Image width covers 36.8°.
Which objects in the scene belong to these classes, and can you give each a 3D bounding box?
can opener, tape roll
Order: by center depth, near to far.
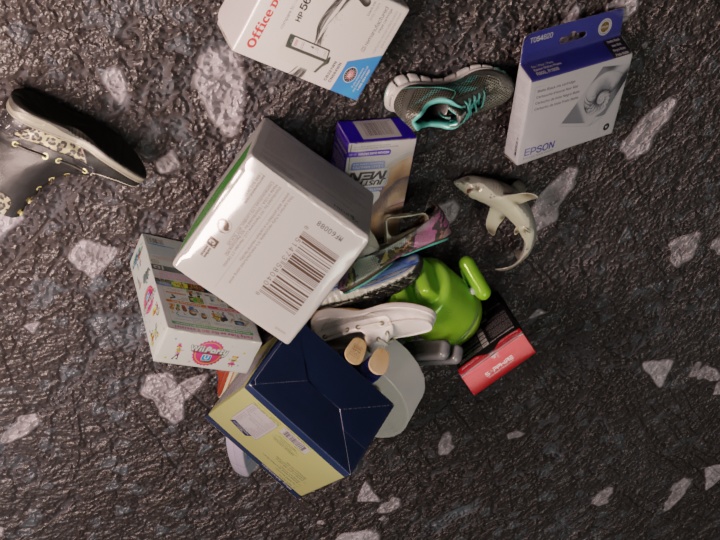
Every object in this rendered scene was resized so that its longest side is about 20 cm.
[{"bbox_3d":[0.003,0.178,1.768,0.071,0.199,0.205,-55,148,-37],"label":"tape roll"},{"bbox_3d":[0.093,0.148,1.775,0.052,0.068,0.199,17,161,-30],"label":"can opener"}]

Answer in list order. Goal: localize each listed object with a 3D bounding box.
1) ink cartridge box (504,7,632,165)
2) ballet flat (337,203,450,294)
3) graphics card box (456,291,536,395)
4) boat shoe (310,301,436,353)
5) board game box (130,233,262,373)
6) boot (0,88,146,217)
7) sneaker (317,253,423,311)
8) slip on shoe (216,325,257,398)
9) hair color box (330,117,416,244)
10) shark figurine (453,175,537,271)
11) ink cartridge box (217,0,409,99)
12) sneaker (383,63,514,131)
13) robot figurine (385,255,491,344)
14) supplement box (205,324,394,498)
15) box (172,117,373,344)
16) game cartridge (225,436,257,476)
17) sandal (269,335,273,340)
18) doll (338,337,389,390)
[{"bbox_3d":[0.312,-0.271,1.605,0.197,0.041,0.202,-20,135,-24],"label":"ink cartridge box"},{"bbox_3d":[0.041,-0.041,1.605,0.198,0.069,0.072,-28,106,-13],"label":"ballet flat"},{"bbox_3d":[0.211,0.118,1.810,0.125,0.200,0.051,-36,108,6],"label":"graphics card box"},{"bbox_3d":[0.020,0.097,1.663,0.196,0.070,0.071,-6,145,9],"label":"boat shoe"},{"bbox_3d":[-0.237,0.046,1.535,0.145,0.201,0.065,12,123,-32],"label":"board game box"},{"bbox_3d":[-0.396,-0.129,1.404,0.202,0.074,0.154,28,116,-35],"label":"boot"},{"bbox_3d":[0.000,0.000,1.669,0.196,0.091,0.078,-14,168,12],"label":"sneaker"},{"bbox_3d":[-0.207,0.132,1.727,0.060,0.074,0.202,26,138,11],"label":"slip on shoe"},{"bbox_3d":[0.010,-0.122,1.603,0.107,0.065,0.202,-7,132,-20],"label":"hair color box"},{"bbox_3d":[0.251,-0.093,1.736,0.126,0.090,0.215,-9,134,31],"label":"shark figurine"},{"bbox_3d":[-0.061,-0.325,1.380,0.197,0.085,0.147,14,121,-34],"label":"ink cartridge box"},{"bbox_3d":[0.136,-0.236,1.544,0.196,0.092,0.079,-12,134,-15],"label":"sneaker"},{"bbox_3d":[0.124,0.055,1.764,0.174,0.117,0.199,-32,142,19],"label":"robot figurine"},{"bbox_3d":[-0.095,0.211,1.621,0.200,0.135,0.199,42,147,-7],"label":"supplement box"},{"bbox_3d":[-0.114,-0.057,1.482,0.199,0.172,0.200,35,111,-11],"label":"box"},{"bbox_3d":[-0.175,0.243,1.795,0.133,0.040,0.202,-48,150,-41],"label":"game cartridge"},{"bbox_3d":[-0.119,0.108,1.732,0.056,0.080,0.204,-8,118,-15],"label":"sandal"},{"bbox_3d":[-0.026,0.164,1.672,0.135,0.049,0.200,24,148,-8],"label":"doll"}]
